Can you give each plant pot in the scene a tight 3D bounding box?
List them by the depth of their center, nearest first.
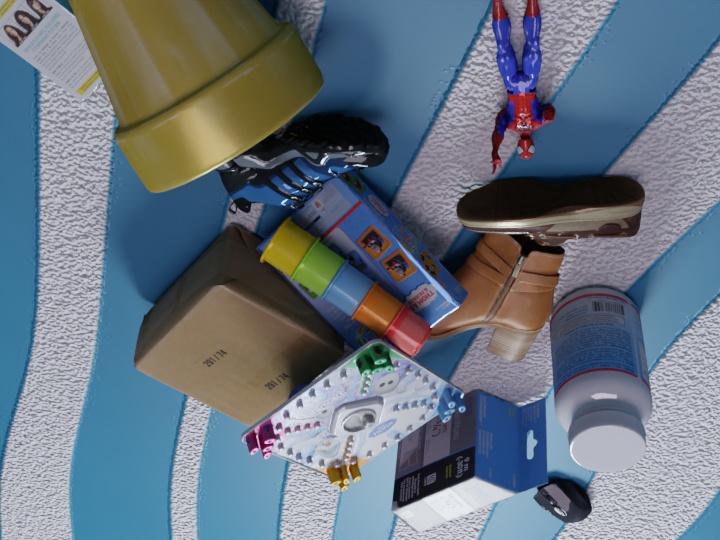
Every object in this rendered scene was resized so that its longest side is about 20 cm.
[{"bbox_3d":[-0.164,-0.204,1.004,0.200,0.201,0.189,-23,111,26],"label":"plant pot"}]

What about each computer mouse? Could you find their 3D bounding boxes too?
[{"bbox_3d":[0.249,0.305,1.526,0.199,0.034,0.059,32,129,-21],"label":"computer mouse"}]

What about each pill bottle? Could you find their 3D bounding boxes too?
[{"bbox_3d":[0.273,0.124,1.240,0.108,0.201,0.109,4,133,4],"label":"pill bottle"}]

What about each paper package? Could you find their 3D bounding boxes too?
[{"bbox_3d":[-0.140,0.074,1.309,0.190,0.104,0.200,31,128,-23],"label":"paper package"}]

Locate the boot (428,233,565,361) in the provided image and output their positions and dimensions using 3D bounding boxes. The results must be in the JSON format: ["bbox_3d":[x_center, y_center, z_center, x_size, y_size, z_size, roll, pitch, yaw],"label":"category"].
[{"bbox_3d":[0.127,0.008,1.248,0.199,0.074,0.155,15,124,-1],"label":"boot"}]

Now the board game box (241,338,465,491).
[{"bbox_3d":[-0.002,0.172,1.241,0.200,0.026,0.200,-36,142,16],"label":"board game box"}]

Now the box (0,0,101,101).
[{"bbox_3d":[-0.323,-0.259,1.056,0.200,0.049,0.082,38,126,-26],"label":"box"}]

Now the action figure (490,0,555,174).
[{"bbox_3d":[0.154,-0.175,1.050,0.065,0.099,0.201,-3,135,11],"label":"action figure"}]

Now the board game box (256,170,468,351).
[{"bbox_3d":[0.000,0.000,1.222,0.200,0.037,0.151,47,125,-4],"label":"board game box"}]

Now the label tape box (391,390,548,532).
[{"bbox_3d":[0.139,0.234,1.398,0.199,0.145,0.063,-29,122,29],"label":"label tape box"}]

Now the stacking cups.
[{"bbox_3d":[-0.010,0.018,1.181,0.199,0.061,0.061,32,131,3],"label":"stacking cups"}]

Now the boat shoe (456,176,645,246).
[{"bbox_3d":[0.204,-0.054,1.174,0.198,0.072,0.072,-6,131,3],"label":"boat shoe"}]

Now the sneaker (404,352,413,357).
[{"bbox_3d":[0.000,0.178,1.380,0.078,0.116,0.200,20,132,-12],"label":"sneaker"}]

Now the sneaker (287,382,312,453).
[{"bbox_3d":[-0.062,0.182,1.324,0.078,0.070,0.200,36,162,31],"label":"sneaker"}]

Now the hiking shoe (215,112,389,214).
[{"bbox_3d":[-0.058,-0.110,1.148,0.199,0.075,0.087,-2,126,23],"label":"hiking shoe"}]
